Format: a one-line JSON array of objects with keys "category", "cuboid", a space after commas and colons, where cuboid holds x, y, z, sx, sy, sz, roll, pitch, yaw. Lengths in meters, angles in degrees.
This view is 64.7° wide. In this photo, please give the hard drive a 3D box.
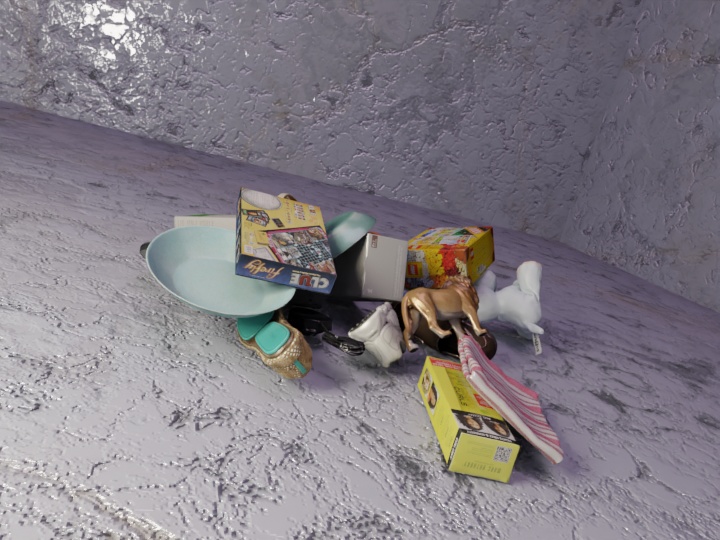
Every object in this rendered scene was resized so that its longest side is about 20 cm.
[{"category": "hard drive", "cuboid": [-0.171, 0.029, 0.882, 0.197, 0.034, 0.139, 9, -4, -24]}]

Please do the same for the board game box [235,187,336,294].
[{"category": "board game box", "cuboid": [-0.114, -0.048, 0.831, 0.133, 0.035, 0.201, 13, 30, -19]}]

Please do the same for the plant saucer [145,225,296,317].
[{"category": "plant saucer", "cuboid": [-0.185, 0.009, 0.758, 0.198, 0.039, 0.202, 19, 29, -10]}]

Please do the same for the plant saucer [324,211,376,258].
[{"category": "plant saucer", "cuboid": [-0.065, -0.049, 0.974, 0.036, 0.198, 0.200, 57, 8, -12]}]

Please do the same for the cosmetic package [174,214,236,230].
[{"category": "cosmetic package", "cuboid": [-0.228, -0.059, 1.044, 0.196, 0.087, 0.107, 2, 8, 17]}]

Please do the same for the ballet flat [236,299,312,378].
[{"category": "ballet flat", "cuboid": [-0.113, 0.092, 0.742, 0.066, 0.070, 0.200, 53, -8, -24]}]

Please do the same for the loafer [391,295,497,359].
[{"category": "loafer", "cuboid": [0.136, 0.099, 0.966, 0.197, 0.074, 0.071, 20, 13, 17]}]

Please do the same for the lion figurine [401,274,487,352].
[{"category": "lion figurine", "cuboid": [0.123, 0.056, 0.886, 0.198, 0.072, 0.124, 7, 54, -44]}]

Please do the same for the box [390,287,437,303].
[{"category": "box", "cuboid": [0.113, 0.067, 1.119, 0.120, 0.048, 0.200, 16, 13, -2]}]

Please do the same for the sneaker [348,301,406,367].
[{"category": "sneaker", "cuboid": [0.033, 0.101, 0.879, 0.081, 0.075, 0.200, 49, 8, 3]}]

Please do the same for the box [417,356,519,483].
[{"category": "box", "cuboid": [0.126, 0.175, 0.704, 0.074, 0.051, 0.200, 14, 13, -7]}]

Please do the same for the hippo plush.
[{"category": "hippo plush", "cuboid": [0.289, 0.080, 1.171, 0.158, 0.160, 0.202, 1, 53, 14]}]

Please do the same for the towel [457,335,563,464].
[{"category": "towel", "cuboid": [0.191, 0.157, 0.746, 0.146, 0.030, 0.200, 42, 9, 1]}]

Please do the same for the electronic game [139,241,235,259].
[{"category": "electronic game", "cuboid": [-0.250, -0.018, 0.912, 0.196, 0.042, 0.200, 6, -10, 1]}]

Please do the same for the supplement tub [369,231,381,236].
[{"category": "supplement tub", "cuboid": [0.008, -0.029, 1.256, 0.105, 0.109, 0.200, 19, 13, 12]}]

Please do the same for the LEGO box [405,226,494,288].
[{"category": "LEGO box", "cuboid": [0.176, -0.030, 1.156, 0.147, 0.079, 0.199, 1, 17, 28]}]

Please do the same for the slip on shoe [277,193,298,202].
[{"category": "slip on shoe", "cuboid": [-0.143, -0.073, 1.149, 0.060, 0.077, 0.201, 9, -33, 23]}]

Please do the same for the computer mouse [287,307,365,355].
[{"category": "computer mouse", "cuboid": [-0.053, 0.092, 0.814, 0.058, 0.035, 0.199, 9, 7, -29]}]

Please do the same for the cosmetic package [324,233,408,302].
[{"category": "cosmetic package", "cuboid": [0.000, 0.000, 1.006, 0.089, 0.109, 0.199, 9, -4, -27]}]
